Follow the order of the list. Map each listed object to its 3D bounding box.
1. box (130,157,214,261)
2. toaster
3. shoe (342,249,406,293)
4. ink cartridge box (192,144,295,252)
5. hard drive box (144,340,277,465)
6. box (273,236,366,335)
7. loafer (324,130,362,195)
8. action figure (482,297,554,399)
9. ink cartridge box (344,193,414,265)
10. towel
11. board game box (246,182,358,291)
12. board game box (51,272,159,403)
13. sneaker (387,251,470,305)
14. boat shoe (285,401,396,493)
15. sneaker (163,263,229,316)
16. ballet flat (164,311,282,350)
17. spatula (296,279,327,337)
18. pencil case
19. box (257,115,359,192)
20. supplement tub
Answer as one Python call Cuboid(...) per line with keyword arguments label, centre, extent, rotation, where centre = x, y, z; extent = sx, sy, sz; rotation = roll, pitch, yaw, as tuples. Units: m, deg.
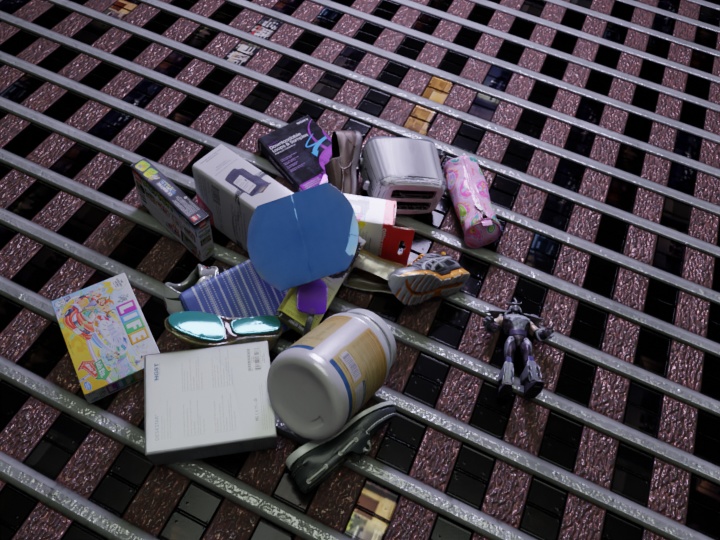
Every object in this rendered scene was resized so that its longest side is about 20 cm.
Cuboid(label="box", centre=(-0.360, -0.116, 1.229), extent=(0.199, 0.111, 0.035), rotation=(40, 59, 21))
Cuboid(label="toaster", centre=(0.094, -0.196, 1.333), extent=(0.195, 0.114, 0.132), rotation=(0, 57, -18))
Cuboid(label="shoe", centre=(0.000, 0.000, 1.206), extent=(0.195, 0.071, 0.054), rotation=(14, 45, 2))
Cuboid(label="ink cartridge box", centre=(-0.218, -0.121, 1.225), extent=(0.198, 0.146, 0.084), rotation=(34, 57, 18))
Cuboid(label="hard drive box", centre=(-0.236, 0.208, 1.014), extent=(0.195, 0.077, 0.159), rotation=(-5, 64, -10))
Cuboid(label="box", centre=(-0.072, 0.014, 1.140), extent=(0.075, 0.050, 0.203), rotation=(32, 78, -17))
Cuboid(label="loafer", centre=(-0.047, -0.196, 1.311), extent=(0.070, 0.073, 0.205), rotation=(14, 72, -23))
Cuboid(label="action figure", centre=(0.283, 0.129, 1.145), extent=(0.127, 0.070, 0.203), rotation=(2, 49, 7))
Cuboid(label="ink cartridge box", centre=(0.003, -0.080, 1.236), extent=(0.195, 0.117, 0.068), rotation=(9, 52, 0))
Cuboid(label="towel", centre=(-0.203, 0.065, 1.124), extent=(0.197, 0.024, 0.147), rotation=(-27, 97, -25))
Cuboid(label="board game box", centre=(-0.096, -0.053, 1.106), extent=(0.196, 0.039, 0.161), rotation=(-18, 75, 5))
Cuboid(label="board game box", centre=(-0.436, 0.111, 1.103), extent=(0.132, 0.035, 0.201), rotation=(-23, 60, -21))
Cuboid(label="sneaker", centre=(0.117, 0.008, 1.186), extent=(0.197, 0.079, 0.078), rotation=(-3, 49, -45))
Cuboid(label="boat shoe", centre=(-0.019, 0.277, 1.007), extent=(0.197, 0.076, 0.061), rotation=(-29, 63, -15))
Cuboid(label="sneaker", centre=(-0.254, 0.025, 1.142), extent=(0.197, 0.090, 0.074), rotation=(-21, 31, -22))
Cuboid(label="ballet flat", centre=(-0.227, 0.110, 1.064), extent=(0.196, 0.071, 0.072), rotation=(3, 51, -25))
Cuboid(label="spatula", centre=(-0.091, 0.113, 1.092), extent=(0.055, 0.020, 0.205), rotation=(8, 87, -20))
Cuboid(label="pencil case", centre=(0.232, -0.146, 1.329), extent=(0.085, 0.088, 0.203), rotation=(-4, 54, -9))
Cuboid(label="box", centre=(-0.115, -0.246, 1.395), extent=(0.142, 0.036, 0.200), rotation=(-31, 62, -25))
Cuboid(label="supplement tub", centre=(-0.039, 0.156, 1.013), extent=(0.143, 0.147, 0.199), rotation=(32, 33, 17))
